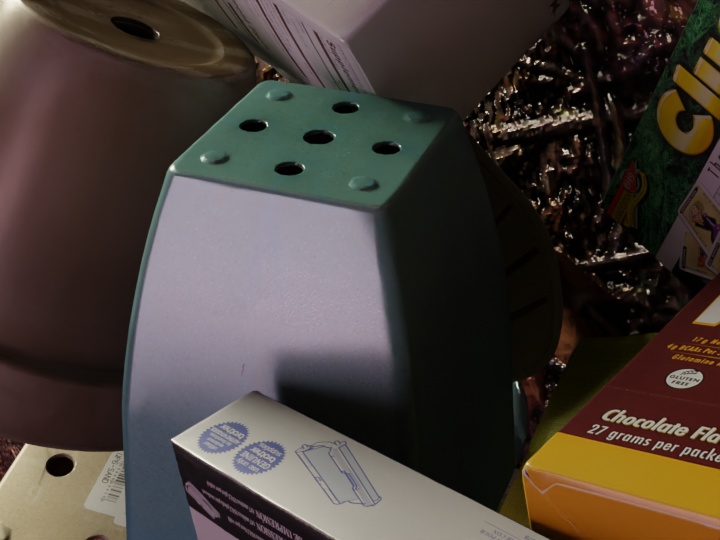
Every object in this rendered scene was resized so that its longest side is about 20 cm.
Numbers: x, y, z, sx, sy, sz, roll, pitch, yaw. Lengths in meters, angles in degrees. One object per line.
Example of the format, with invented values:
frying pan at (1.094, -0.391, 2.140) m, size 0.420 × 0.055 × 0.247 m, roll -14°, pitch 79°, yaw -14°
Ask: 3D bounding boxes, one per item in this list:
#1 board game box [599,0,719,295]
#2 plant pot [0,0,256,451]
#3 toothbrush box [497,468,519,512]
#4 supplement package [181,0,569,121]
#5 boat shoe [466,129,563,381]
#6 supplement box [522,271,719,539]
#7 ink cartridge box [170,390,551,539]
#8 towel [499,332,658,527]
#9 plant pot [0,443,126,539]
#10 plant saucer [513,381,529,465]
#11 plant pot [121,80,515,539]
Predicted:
board game box at (0.169, -0.063, 0.527) m, size 0.105 × 0.023 × 0.200 m, roll 48°, pitch 146°, yaw 26°
plant pot at (-0.132, -0.041, 0.629) m, size 0.200 × 0.200 × 0.174 m, roll 41°, pitch 119°, yaw 32°
toothbrush box at (0.070, 0.205, 0.700) m, size 0.145 × 0.200 × 0.086 m, roll 12°, pitch 124°, yaw 51°
supplement package at (-0.020, -0.159, 0.605) m, size 0.200 × 0.114 × 0.110 m, roll 38°, pitch 173°, yaw 30°
boat shoe at (0.044, -0.036, 0.695) m, size 0.200 × 0.075 × 0.068 m, roll 61°, pitch 177°, yaw -12°
supplement box at (0.176, 0.110, 0.454) m, size 0.133 × 0.200 × 0.198 m, roll 10°, pitch 122°, yaw 39°
ink cartridge box at (0.020, 0.117, 0.429) m, size 0.200 × 0.044 × 0.094 m, roll 19°, pitch 130°, yaw 45°
towel at (0.092, 0.115, 0.624) m, size 0.018 × 0.200 × 0.086 m, roll 39°, pitch 156°, yaw -25°
plant pot at (-0.126, 0.177, 0.755) m, size 0.200 × 0.200 × 0.177 m, roll 13°, pitch 134°, yaw 12°
plant saucer at (-0.011, 0.082, 0.702) m, size 0.201 × 0.201 × 0.039 m, roll 36°, pitch 138°, yaw 37°
plant pot at (-0.014, 0.032, 0.557) m, size 0.141 × 0.141 × 0.200 m, roll 12°, pitch 124°, yaw 18°
